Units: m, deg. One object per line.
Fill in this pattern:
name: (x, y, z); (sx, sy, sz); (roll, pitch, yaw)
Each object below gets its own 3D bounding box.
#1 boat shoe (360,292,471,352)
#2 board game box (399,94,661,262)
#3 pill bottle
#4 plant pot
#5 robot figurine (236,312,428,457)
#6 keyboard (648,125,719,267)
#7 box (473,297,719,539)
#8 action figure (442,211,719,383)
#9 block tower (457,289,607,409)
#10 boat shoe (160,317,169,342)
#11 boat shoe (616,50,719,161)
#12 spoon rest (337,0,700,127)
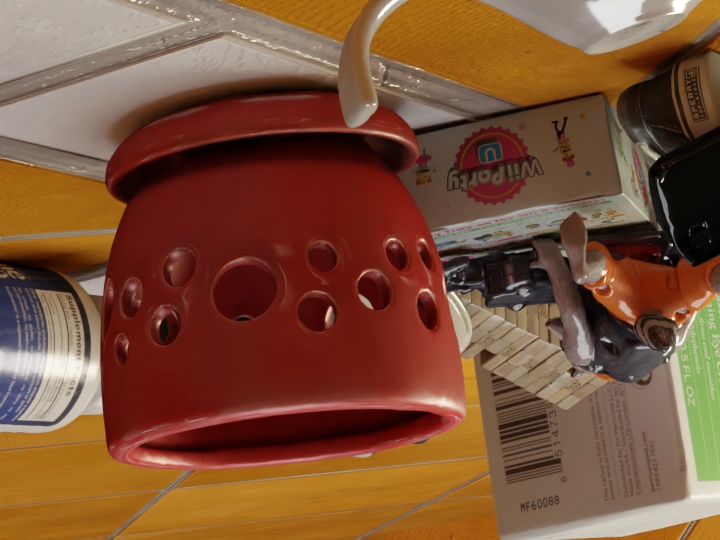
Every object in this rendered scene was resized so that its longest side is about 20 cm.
boat shoe: (0.000, 0.000, 1.571); (0.067, 0.057, 0.200); (-43, 136, 15)
board game box: (0.104, -0.044, 1.522); (0.146, 0.065, 0.200); (-11, 170, 14)
pill bottle: (-0.241, 0.051, 1.633); (0.110, 0.112, 0.199); (-16, 166, 36)
plant pot: (-0.050, 0.007, 1.357); (0.198, 0.184, 0.200); (-8, 169, -1)
robot figurine: (-0.034, 0.058, 1.721); (0.198, 0.126, 0.150); (15, 164, -19)
keyboard: (0.250, -0.068, 1.373); (0.199, 0.040, 0.105); (-25, 126, -6)
box: (0.220, 0.105, 1.985); (0.199, 0.201, 0.171); (-17, 166, 40)
action figure: (0.139, 0.024, 1.470); (0.198, 0.106, 0.194); (-7, 164, -5)
block tower: (0.090, 0.028, 1.680); (0.199, 0.054, 0.058); (26, 136, -27)
boat shoe: (-0.087, 0.052, 1.850); (0.200, 0.075, 0.075); (-8, 175, 2)
boat shoe: (0.209, -0.077, 1.429); (0.063, 0.071, 0.200); (-14, 159, 27)
spoon rest: (0.079, -0.125, 1.153); (0.199, 0.061, 0.099); (-19, 173, -16)
